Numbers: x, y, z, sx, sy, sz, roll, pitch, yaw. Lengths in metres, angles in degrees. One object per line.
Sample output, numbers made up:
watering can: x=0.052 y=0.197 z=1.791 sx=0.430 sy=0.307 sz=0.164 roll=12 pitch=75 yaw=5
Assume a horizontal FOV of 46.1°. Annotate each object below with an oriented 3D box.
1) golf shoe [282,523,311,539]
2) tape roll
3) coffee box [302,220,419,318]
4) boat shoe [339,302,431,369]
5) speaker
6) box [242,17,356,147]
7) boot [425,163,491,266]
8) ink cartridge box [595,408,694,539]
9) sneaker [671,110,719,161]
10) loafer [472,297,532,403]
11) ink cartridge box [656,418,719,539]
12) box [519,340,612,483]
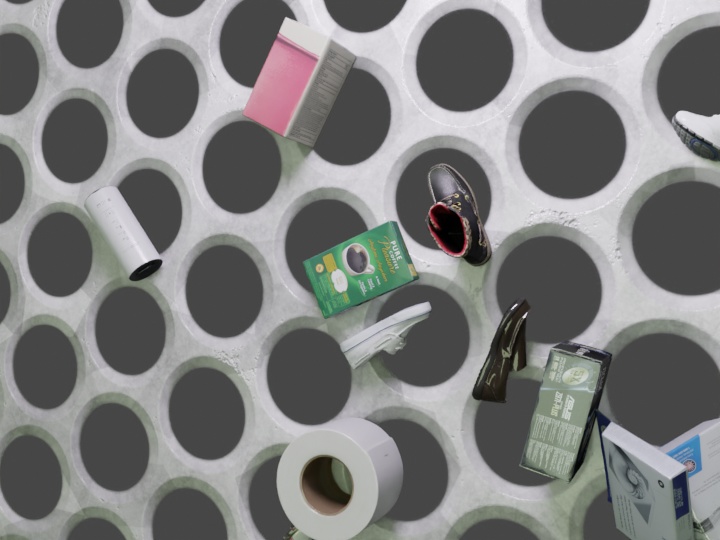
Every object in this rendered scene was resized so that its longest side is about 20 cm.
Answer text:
golf shoe: x=-0.118 y=0.558 z=1.631 sx=0.092 sy=0.073 sz=0.201 roll=26 pitch=109 yaw=12
tape roll: x=-0.036 y=0.381 z=1.558 sx=0.202 sy=0.139 sz=0.204 roll=0 pitch=89 yaw=22
coffee box: x=0.000 y=0.000 z=1.599 sx=0.199 sy=0.044 sz=0.123 roll=-26 pitch=81 yaw=20
boat shoe: x=0.055 y=0.122 z=1.567 sx=0.200 sy=0.073 sz=0.066 roll=-30 pitch=83 yaw=29
speaker: x=-0.499 y=-0.077 z=1.783 sx=0.081 sy=0.081 sz=0.200 roll=-40 pitch=76 yaw=17
box: x=-0.115 y=-0.353 z=1.604 sx=0.109 sy=0.128 sz=0.201 roll=30 pitch=99 yaw=20
boot: x=0.157 y=-0.102 z=1.478 sx=0.073 sy=0.150 sz=0.201 roll=-24 pitch=81 yaw=20
ink cartridge box: x=0.429 y=0.343 z=1.317 sx=0.040 sy=0.200 sz=0.200 roll=-23 pitch=115 yaw=-18
sneaker: x=0.599 y=-0.214 z=1.353 sx=0.199 sy=0.075 sz=0.087 roll=26 pitch=87 yaw=14
loafer: x=0.262 y=0.144 z=1.484 sx=0.071 sy=0.073 sz=0.201 roll=23 pitch=103 yaw=11
ink cartridge box: x=0.552 y=0.351 z=1.309 sx=0.145 sy=0.084 sz=0.201 roll=-24 pitch=78 yaw=-16
box: x=0.341 y=0.226 z=1.393 sx=0.086 sy=0.164 sz=0.201 roll=16 pitch=95 yaw=22
